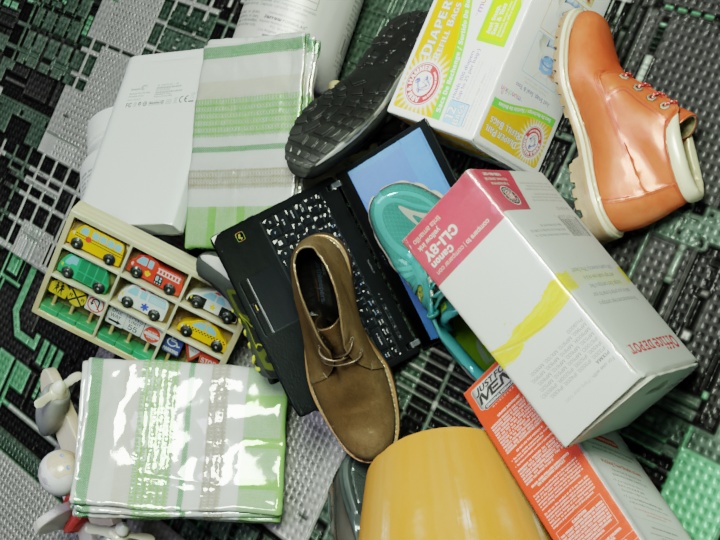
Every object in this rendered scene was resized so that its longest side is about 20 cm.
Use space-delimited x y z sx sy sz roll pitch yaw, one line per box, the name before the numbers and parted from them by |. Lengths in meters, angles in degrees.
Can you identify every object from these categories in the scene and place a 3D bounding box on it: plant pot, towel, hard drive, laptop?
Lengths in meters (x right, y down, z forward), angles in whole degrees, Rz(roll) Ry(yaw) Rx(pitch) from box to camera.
plant pot | 0.073 0.229 1.062 0.199 0.199 0.185 -33 44 28
towel | -0.168 0.157 1.313 0.197 0.031 0.151 2 73 -1
hard drive | -0.207 -0.130 1.417 0.130 0.026 0.202 -1 64 32
laptop | 0.000 0.000 1.208 0.198 0.103 0.179 -27 88 -14
towel | -0.101 -0.118 1.315 0.148 0.030 0.203 3 87 42

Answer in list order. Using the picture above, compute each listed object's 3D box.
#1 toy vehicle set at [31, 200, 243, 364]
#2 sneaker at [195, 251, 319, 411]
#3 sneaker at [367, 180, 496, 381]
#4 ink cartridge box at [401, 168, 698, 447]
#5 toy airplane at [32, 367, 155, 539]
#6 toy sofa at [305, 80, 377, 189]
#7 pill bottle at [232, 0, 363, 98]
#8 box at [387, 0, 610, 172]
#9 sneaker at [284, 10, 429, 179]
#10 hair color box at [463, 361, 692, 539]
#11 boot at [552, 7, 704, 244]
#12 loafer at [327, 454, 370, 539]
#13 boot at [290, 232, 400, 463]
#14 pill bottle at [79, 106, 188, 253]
toy vehicle set | -0.212 0.030 1.379 0.125 0.198 0.027 -63 2 26
sneaker | -0.083 0.056 1.298 0.199 0.074 0.085 35 102 18
sneaker | 0.076 0.012 1.148 0.077 0.080 0.201 -35 86 12
ink cartridge box | 0.145 0.025 1.057 0.083 0.145 0.201 -46 70 22
toy airplane | -0.270 0.206 1.398 0.198 0.140 0.202 9 90 36
toy sofa | -0.084 -0.110 1.381 0.199 0.097 0.084 -23 61 35
pill bottle | -0.052 -0.281 1.403 0.114 0.114 0.203 14 84 43
box | 0.126 -0.199 1.224 0.112 0.101 0.202 23 90 43
sneaker | 0.018 -0.138 1.272 0.075 0.088 0.200 23 62 43
hair color box | 0.169 0.157 1.057 0.061 0.101 0.201 -45 49 18
boot | 0.220 -0.132 1.143 0.106 0.075 0.203 -20 70 32
loafer | 0.008 0.255 1.198 0.063 0.071 0.202 -47 40 44
boot | -0.020 0.070 1.175 0.073 0.075 0.203 -17 93 7
pill bottle | -0.241 -0.066 1.493 0.113 0.113 0.203 -24 60 33
